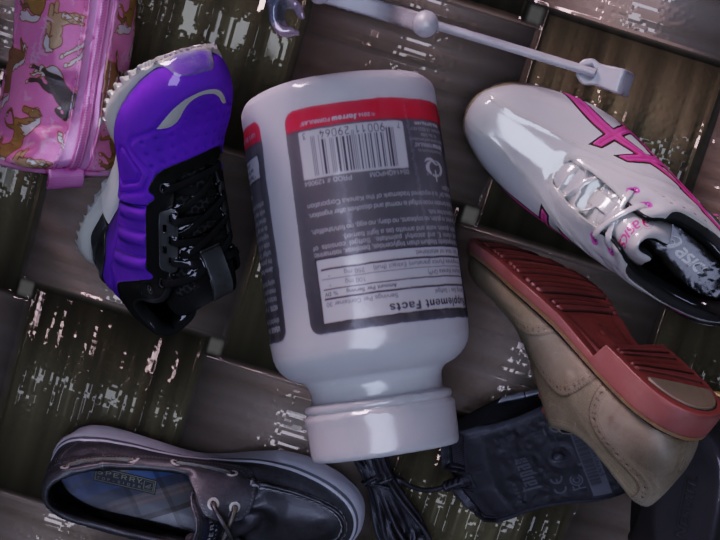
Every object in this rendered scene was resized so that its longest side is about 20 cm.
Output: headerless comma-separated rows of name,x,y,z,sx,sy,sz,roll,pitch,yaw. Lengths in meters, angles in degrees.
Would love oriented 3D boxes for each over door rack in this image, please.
over door rack,0.081,-0.196,0.749,0.198,0.067,0.149,16,101,-1

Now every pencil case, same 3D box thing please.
pencil case,-0.160,-0.150,0.762,0.082,0.087,0.202,14,102,10

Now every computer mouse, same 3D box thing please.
computer mouse,0.080,0.088,0.819,0.199,0.046,0.141,-24,102,18

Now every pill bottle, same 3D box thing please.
pill bottle,0.000,0.000,0.742,0.110,0.111,0.202,-8,85,3

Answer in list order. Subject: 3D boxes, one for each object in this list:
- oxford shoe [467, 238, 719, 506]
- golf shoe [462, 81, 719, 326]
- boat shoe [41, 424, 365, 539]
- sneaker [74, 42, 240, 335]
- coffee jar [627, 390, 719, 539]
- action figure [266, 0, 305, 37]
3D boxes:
oxford shoe,0.111,0.049,0.748,0.070,0.200,0.075,8,116,-33
golf shoe,0.147,-0.042,0.769,0.199,0.092,0.073,34,101,-3
boat shoe,-0.098,0.142,0.814,0.198,0.066,0.070,15,111,2
sneaker,-0.095,-0.033,0.733,0.069,0.201,0.100,-21,67,-30
coffee jar,0.252,0.122,0.766,0.198,0.085,0.105,2,105,-20
action figure,-0.081,-0.212,0.694,0.148,0.200,0.135,17,86,0
